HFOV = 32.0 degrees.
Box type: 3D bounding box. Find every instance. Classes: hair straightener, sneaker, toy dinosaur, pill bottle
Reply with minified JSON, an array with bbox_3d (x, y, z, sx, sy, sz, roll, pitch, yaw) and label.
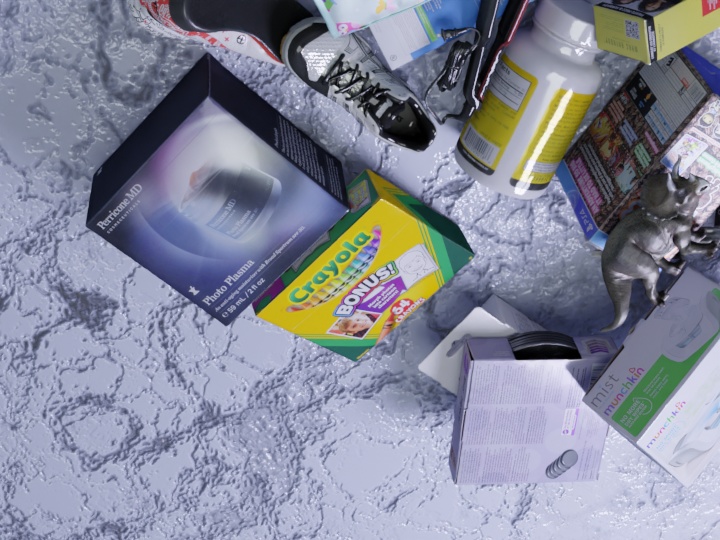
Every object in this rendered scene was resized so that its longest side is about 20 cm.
[{"bbox_3d":[0.108,-0.229,1.261,0.077,0.041,0.200,9,130,-17],"label":"hair straightener"},{"bbox_3d":[0.007,-0.188,1.282,0.200,0.088,0.076,28,104,-38],"label":"sneaker"},{"bbox_3d":[0.292,-0.028,1.274,0.102,0.077,0.200,32,120,-12],"label":"toy dinosaur"},{"bbox_3d":[0.185,-0.185,1.315,0.111,0.111,0.200,16,120,-16],"label":"pill bottle"},{"bbox_3d":[-0.137,-0.254,1.265,0.201,0.108,0.067,7,97,-50],"label":"sneaker"}]

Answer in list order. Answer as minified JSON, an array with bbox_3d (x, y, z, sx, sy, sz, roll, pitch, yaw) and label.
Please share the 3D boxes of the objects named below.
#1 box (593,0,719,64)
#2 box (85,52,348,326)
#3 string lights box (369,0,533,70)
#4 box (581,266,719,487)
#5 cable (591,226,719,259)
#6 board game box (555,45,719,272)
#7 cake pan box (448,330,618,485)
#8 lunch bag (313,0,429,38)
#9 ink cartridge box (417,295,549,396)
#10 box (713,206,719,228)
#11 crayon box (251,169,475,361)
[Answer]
[{"bbox_3d":[0.330,-0.270,1.248,0.200,0.075,0.050,-28,125,-24],"label":"box"},{"bbox_3d":[-0.153,-0.082,1.337,0.198,0.123,0.200,38,111,-24],"label":"box"},{"bbox_3d":[0.097,-0.297,1.265,0.200,0.059,0.103,-25,122,9],"label":"string lights box"},{"bbox_3d":[0.379,0.125,1.458,0.200,0.097,0.176,-51,139,0],"label":"box"},{"bbox_3d":[0.355,-0.019,1.415,0.097,0.200,0.051,9,87,-24],"label":"cable"},{"bbox_3d":[0.320,-0.123,1.341,0.097,0.160,0.200,27,116,-22],"label":"board game box"},{"bbox_3d":[0.205,0.166,1.496,0.184,0.052,0.201,-3,122,-9],"label":"cake pan box"},{"bbox_3d":[0.010,-0.335,1.172,0.170,0.122,0.200,-22,101,9],"label":"lunch bag"},{"bbox_3d":[0.172,0.111,1.526,0.200,0.068,0.116,34,112,-25],"label":"ink cartridge box"},{"bbox_3d":[0.507,-0.037,1.412,0.148,0.125,0.200,-16,127,33],"label":"box"},{"bbox_3d":[0.000,0.000,1.412,0.200,0.058,0.172,-43,138,19],"label":"crayon box"}]
